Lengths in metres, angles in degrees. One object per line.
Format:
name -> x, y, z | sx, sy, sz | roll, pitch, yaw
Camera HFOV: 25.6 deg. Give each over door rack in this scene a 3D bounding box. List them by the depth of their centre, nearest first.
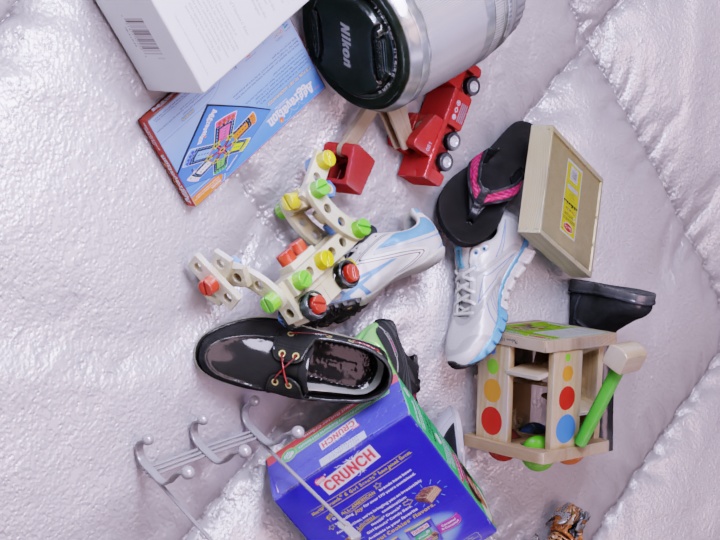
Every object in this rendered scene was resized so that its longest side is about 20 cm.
over door rack -> -0.104, 0.211, 1.522 | 0.147, 0.200, 0.067 | -16, 144, -38

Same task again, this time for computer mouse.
computer mouse -> 0.096, 0.253, 1.784 | 0.043, 0.110, 0.202 | -5, 89, -4

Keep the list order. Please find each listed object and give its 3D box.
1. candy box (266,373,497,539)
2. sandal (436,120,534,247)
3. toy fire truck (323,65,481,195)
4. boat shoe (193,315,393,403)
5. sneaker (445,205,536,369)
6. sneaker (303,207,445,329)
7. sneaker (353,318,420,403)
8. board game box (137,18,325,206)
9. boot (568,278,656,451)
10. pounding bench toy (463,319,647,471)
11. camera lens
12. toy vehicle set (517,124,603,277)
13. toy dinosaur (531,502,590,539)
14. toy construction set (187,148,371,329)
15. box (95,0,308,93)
candy box -> 0.022, 0.235, 1.662 | 0.168, 0.077, 0.200 | -32, 124, 6
sandal -> 0.151, -0.107, 1.778 | 0.075, 0.045, 0.200 | 38, 59, 3
toy fire truck -> 0.044, -0.159, 1.691 | 0.141, 0.049, 0.201 | 29, 77, -40
boat shoe -> -0.065, 0.090, 1.580 | 0.200, 0.063, 0.074 | 8, 97, -16
sneaker -> 0.128, 0.014, 1.785 | 0.087, 0.075, 0.201 | 37, 63, -32
sneaker -> 0.000, 0.000, 1.672 | 0.199, 0.072, 0.073 | -30, 80, -28
sneaker -> 0.044, 0.136, 1.714 | 0.084, 0.076, 0.201 | -55, 140, -41
board game box -> -0.123, -0.165, 1.560 | 0.200, 0.019, 0.103 | -45, 122, -28
boot -> 0.288, 0.118, 1.881 | 0.065, 0.165, 0.202 | 8, 92, -16
pounding bench toy -> 0.230, 0.149, 1.801 | 0.124, 0.199, 0.158 | -3, 98, -41
camera lens -> 0.052, -0.264, 1.606 | 0.199, 0.159, 0.161 | -33, 117, -36
toy vehicle set -> 0.234, -0.077, 1.832 | 0.200, 0.026, 0.125 | 32, 64, -61
toy dinosaur -> 0.244, 0.392, 1.942 | 0.135, 0.102, 0.201 | 26, 97, -26
toy construction set -> -0.069, -0.019, 1.572 | 0.200, 0.092, 0.132 | -39, 102, -30
box -> -0.136, -0.274, 1.480 | 0.200, 0.097, 0.125 | -45, 123, -27
